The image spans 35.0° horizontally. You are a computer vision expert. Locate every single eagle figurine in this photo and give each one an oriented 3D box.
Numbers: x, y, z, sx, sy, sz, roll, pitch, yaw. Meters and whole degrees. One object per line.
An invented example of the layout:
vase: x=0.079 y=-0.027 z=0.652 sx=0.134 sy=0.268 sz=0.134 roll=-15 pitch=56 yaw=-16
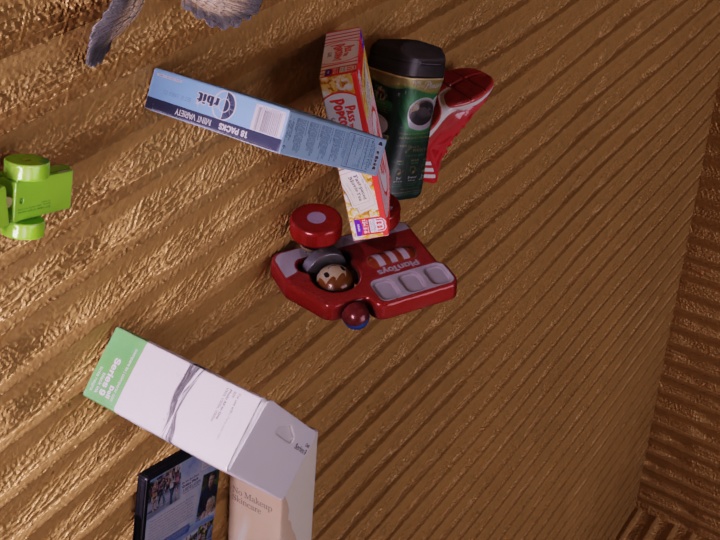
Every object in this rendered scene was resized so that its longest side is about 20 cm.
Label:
eagle figurine: x=-0.170 y=-0.277 z=0.988 sx=0.151 sy=0.149 sz=0.203 roll=-65 pitch=155 yaw=-57

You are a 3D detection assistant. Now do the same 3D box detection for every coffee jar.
coffee jar: x=0.046 y=-0.197 z=1.476 sx=0.104 sy=0.085 sz=0.203 roll=-9 pitch=117 yaw=-48

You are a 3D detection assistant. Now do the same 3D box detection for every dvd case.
dvd case: x=-0.225 y=0.308 z=1.389 sx=0.142 sy=0.017 sz=0.203 roll=-24 pitch=129 yaw=-54

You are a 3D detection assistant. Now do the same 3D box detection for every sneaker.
sneaker: x=0.112 y=-0.202 z=1.630 sx=0.199 sy=0.078 sz=0.117 roll=-35 pitch=146 yaw=-31

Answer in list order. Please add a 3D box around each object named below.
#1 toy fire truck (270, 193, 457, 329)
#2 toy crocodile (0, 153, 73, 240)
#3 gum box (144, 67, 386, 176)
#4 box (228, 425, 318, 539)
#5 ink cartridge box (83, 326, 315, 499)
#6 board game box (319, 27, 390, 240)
toy fire truck: x=0.000 y=0.000 z=1.401 sx=0.197 sy=0.168 sz=0.113 roll=-15 pitch=131 yaw=-23
toy crocodile: x=-0.313 y=-0.055 z=0.950 sx=0.200 sy=0.061 sz=0.068 roll=-32 pitch=135 yaw=-57
gum box: x=-0.091 y=-0.149 z=1.165 sx=0.199 sy=0.168 sz=0.045 roll=6 pitch=103 yaw=-61
box: x=-0.116 y=0.291 z=1.499 sx=0.078 sy=0.094 sz=0.203 roll=-32 pitch=133 yaw=-49
ink cartridge box: x=-0.165 y=0.149 z=1.194 sx=0.085 sy=0.198 sz=0.146 roll=-62 pitch=151 yaw=-11
board game box: x=-0.004 y=-0.161 z=1.335 sx=0.152 sy=0.046 sz=0.202 roll=-87 pitch=167 yaw=-59
